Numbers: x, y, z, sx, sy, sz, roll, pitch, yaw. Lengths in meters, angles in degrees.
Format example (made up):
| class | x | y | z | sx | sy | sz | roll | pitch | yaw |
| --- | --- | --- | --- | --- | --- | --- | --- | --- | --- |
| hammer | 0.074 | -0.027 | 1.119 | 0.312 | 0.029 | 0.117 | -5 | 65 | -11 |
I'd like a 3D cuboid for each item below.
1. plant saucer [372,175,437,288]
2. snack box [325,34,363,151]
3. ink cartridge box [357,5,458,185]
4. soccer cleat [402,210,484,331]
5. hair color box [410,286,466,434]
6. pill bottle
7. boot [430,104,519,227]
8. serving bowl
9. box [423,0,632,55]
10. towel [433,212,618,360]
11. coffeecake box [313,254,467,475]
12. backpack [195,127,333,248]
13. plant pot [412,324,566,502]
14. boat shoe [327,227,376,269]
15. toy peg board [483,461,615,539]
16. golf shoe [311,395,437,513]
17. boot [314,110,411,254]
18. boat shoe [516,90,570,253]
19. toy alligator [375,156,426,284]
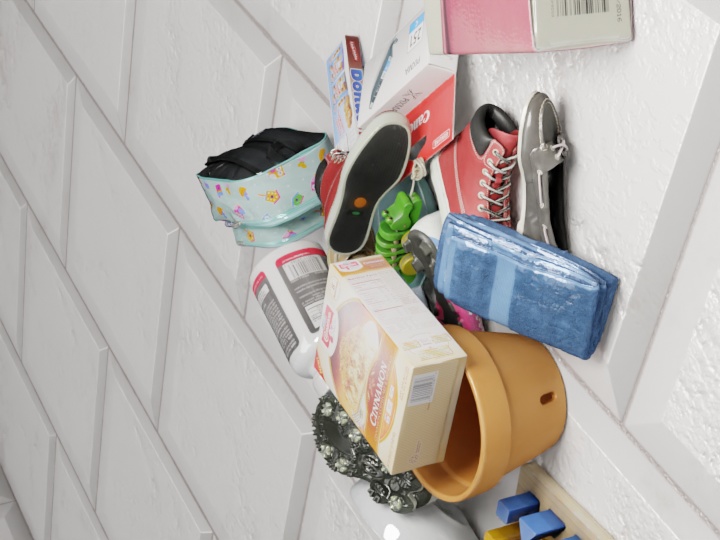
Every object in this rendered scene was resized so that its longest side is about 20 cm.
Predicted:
| class | x | y | z | sx | sy | sz | roll | pitch | yaw |
| --- | --- | --- | --- | --- | --- | --- | --- | --- | --- |
| plant saucer | 0.051 | -0.062 | 1.862 | 0.200 | 0.036 | 0.201 | 30 | 125 | 55 |
| snack box | -0.015 | -0.208 | 1.906 | 0.072 | 0.024 | 0.201 | 136 | 133 | -58 |
| ink cartridge box | 0.056 | -0.208 | 1.736 | 0.200 | 0.044 | 0.177 | 144 | 135 | -60 |
| soccer cleat | 0.123 | 0.016 | 1.733 | 0.070 | 0.086 | 0.201 | 17 | 137 | 51 |
| hair color box | 0.082 | 0.129 | 1.797 | 0.099 | 0.060 | 0.201 | 55 | -163 | -77 |
| pill bottle | -0.057 | 0.070 | 1.861 | 0.201 | 0.110 | 0.111 | 61 | 147 | 25 |
| boot | 0.151 | -0.079 | 1.623 | 0.144 | 0.072 | 0.201 | -46 | 55 | 55 |
| serving bowl | 0.083 | 0.316 | 1.807 | 0.066 | 0.200 | 0.200 | -51 | 43 | 7 |
| box | 0.168 | -0.281 | 1.475 | 0.200 | 0.127 | 0.110 | 14 | 112 | 61 |
| towel | 0.173 | 0.017 | 1.554 | 0.199 | 0.049 | 0.112 | 23 | 125 | 23 |
| coffeecake box | 0.029 | 0.103 | 1.623 | 0.200 | 0.073 | 0.154 | 50 | 141 | 45 |
| backpack | -0.114 | -0.118 | 2.011 | 0.200 | 0.175 | 0.154 | -3 | 113 | 63 |
| plant pot | 0.142 | 0.153 | 1.653 | 0.200 | 0.139 | 0.201 | 27 | 122 | 56 |
| boat shoe | 0.000 | 0.000 | 1.825 | 0.065 | 0.071 | 0.201 | 121 | 156 | -46 |
| toy peg board | 0.202 | 0.365 | 1.655 | 0.200 | 0.097 | 0.200 | 43 | 135 | 48 |
| golf shoe | 0.019 | 0.227 | 1.768 | 0.200 | 0.088 | 0.078 | 40 | 114 | 33 |
| boot | -0.005 | -0.140 | 1.768 | 0.145 | 0.072 | 0.201 | -105 | 33 | -48 |
| boat shoe | 0.205 | -0.094 | 1.549 | 0.057 | 0.067 | 0.201 | 13 | 117 | 29 |
| toy alligator | 0.046 | -0.055 | 1.745 | 0.201 | 0.054 | 0.059 | 92 | 157 | -45 |
